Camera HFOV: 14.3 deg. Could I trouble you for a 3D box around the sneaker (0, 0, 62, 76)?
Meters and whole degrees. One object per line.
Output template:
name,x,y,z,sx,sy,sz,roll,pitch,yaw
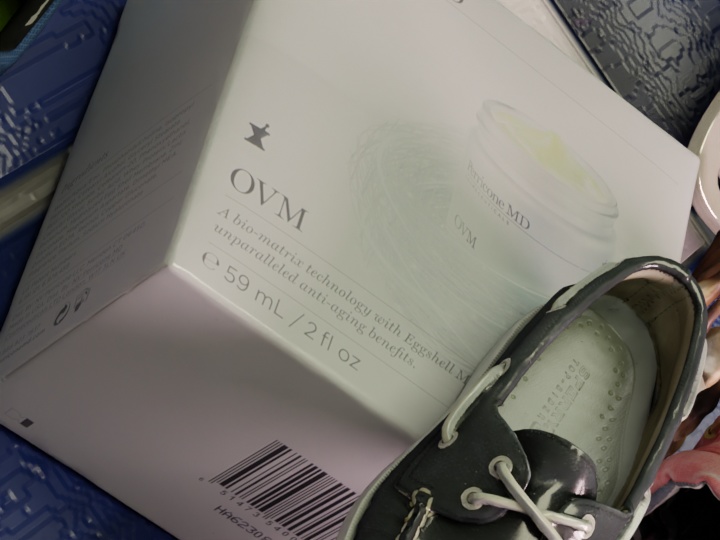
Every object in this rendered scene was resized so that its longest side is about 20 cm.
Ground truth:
sneaker,-0.120,-0.124,1.003,0.079,0.089,0.200,37,46,-22

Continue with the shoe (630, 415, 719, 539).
shoe,0.129,0.103,1.047,0.071,0.200,0.091,40,58,17

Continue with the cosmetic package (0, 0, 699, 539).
cosmetic package,0.000,0.000,1.018,0.199,0.123,0.200,35,46,-23

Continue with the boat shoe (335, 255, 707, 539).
boat shoe,0.050,0.066,0.893,0.076,0.060,0.200,38,47,-10

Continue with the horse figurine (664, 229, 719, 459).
horse figurine,0.124,0.033,1.129,0.050,0.133,0.200,43,30,-1

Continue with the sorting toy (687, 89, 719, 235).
sorting toy,0.222,-0.042,1.270,0.180,0.107,0.200,-38,94,-40
